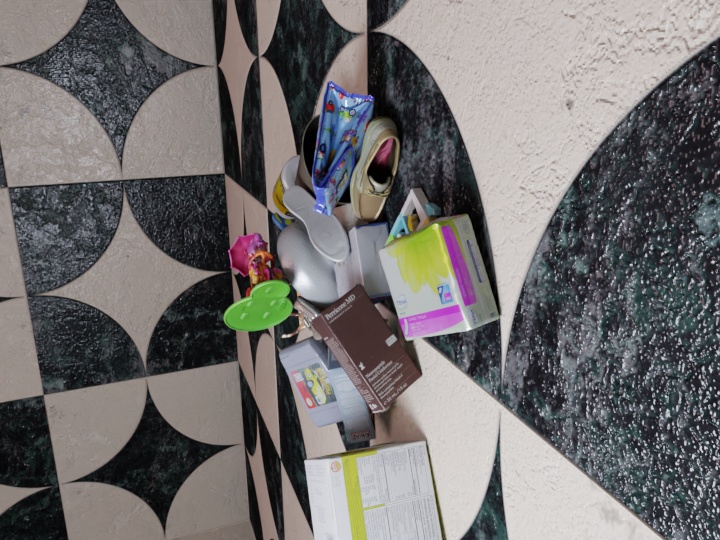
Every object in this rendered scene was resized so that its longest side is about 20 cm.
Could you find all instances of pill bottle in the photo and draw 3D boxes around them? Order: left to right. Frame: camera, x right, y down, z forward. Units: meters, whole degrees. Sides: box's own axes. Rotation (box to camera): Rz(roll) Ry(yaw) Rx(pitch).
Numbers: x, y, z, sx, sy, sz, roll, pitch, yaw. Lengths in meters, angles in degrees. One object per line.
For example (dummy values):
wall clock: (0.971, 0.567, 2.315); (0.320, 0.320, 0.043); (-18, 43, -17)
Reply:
pill bottle: (-0.165, -0.204, 1.546); (0.200, 0.109, 0.116); (142, 119, -67)

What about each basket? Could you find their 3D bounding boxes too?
basket: (-0.069, -0.201, 1.261); (0.185, 0.133, 0.200); (68, 163, 3)

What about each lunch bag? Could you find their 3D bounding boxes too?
lunch bag: (-0.048, -0.200, 1.081); (0.151, 0.091, 0.206); (92, -164, -80)

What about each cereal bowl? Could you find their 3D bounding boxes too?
cereal bowl: (-0.085, -0.028, 1.316); (0.082, 0.198, 0.205); (-31, 61, 28)

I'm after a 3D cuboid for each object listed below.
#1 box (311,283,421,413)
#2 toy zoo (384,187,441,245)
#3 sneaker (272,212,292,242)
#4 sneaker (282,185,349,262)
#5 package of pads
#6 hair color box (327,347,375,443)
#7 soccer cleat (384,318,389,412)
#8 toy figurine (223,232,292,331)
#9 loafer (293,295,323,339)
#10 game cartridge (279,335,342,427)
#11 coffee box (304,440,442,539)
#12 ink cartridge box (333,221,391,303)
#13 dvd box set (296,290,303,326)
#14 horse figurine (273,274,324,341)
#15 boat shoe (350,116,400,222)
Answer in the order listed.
box: (0.011, 0.139, 1.082); (0.202, 0.099, 0.075); (54, 156, 2)
toy zoo: (0.092, -0.041, 1.015); (0.201, 0.020, 0.134); (115, 143, -56)
sneaker: (-0.215, -0.097, 1.800); (0.202, 0.069, 0.084); (-117, 15, -46)
sneaker: (-0.073, -0.081, 1.207); (0.201, 0.070, 0.099); (48, 180, 27)
package of pads: (0.106, 0.013, 0.889); (0.199, 0.067, 0.159); (-25, 82, 64)
hair color box: (-0.016, 0.242, 1.236); (0.100, 0.059, 0.205); (-92, -10, -58)
soccer cleat: (0.040, 0.187, 1.179); (0.070, 0.075, 0.206); (-57, -44, -64)
toy figurine: (-0.225, -0.002, 1.289); (0.201, 0.146, 0.189); (-54, 45, 49)
loafer: (-0.070, 0.136, 1.288); (0.063, 0.198, 0.072); (-51, 11, 3)
game cartridge: (-0.095, 0.252, 1.365); (0.131, 0.041, 0.204); (-25, 94, 37)
coffee box: (0.019, 0.434, 1.115); (0.200, 0.192, 0.207); (138, 125, -67)
ink cartridge box: (0.000, 0.000, 1.205); (0.199, 0.074, 0.141); (148, 115, -67)
dvd box set: (-0.110, 0.018, 1.452); (0.029, 0.146, 0.207); (0, 98, 24)
horse figurine: (-0.124, 0.067, 1.359); (0.050, 0.128, 0.207); (-21, -76, -75)
boat shoe: (0.027, -0.168, 1.082); (0.067, 0.072, 0.204); (-113, 25, -49)
